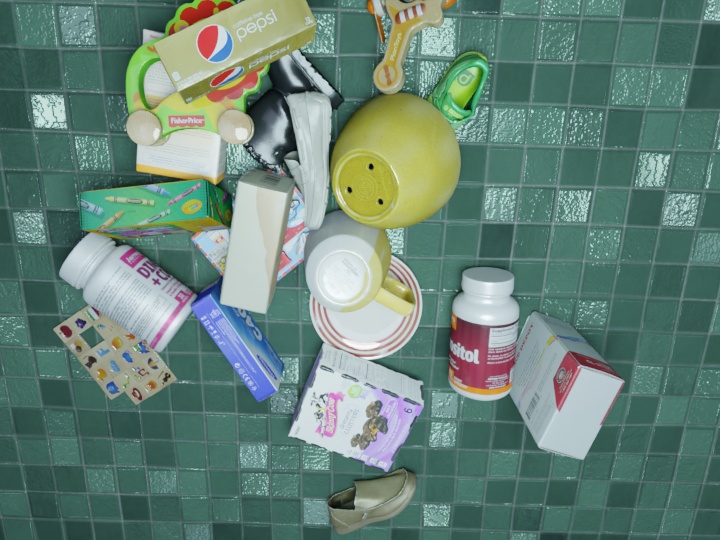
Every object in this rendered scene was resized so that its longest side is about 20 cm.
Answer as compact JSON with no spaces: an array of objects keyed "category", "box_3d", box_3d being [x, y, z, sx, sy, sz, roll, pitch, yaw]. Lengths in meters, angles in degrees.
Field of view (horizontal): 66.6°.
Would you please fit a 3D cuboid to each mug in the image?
[{"category":"mug","box_3d":[-0.005,-0.008,0.844,0.182,0.153,0.153,-1,104,1]}]

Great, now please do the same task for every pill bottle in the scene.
[{"category":"pill bottle","box_3d":[0.207,0.103,0.923,0.110,0.113,0.204,0,107,0]},{"category":"pill bottle","box_3d":[-0.378,0.032,0.902,0.199,0.114,0.114,38,104,-11]}]

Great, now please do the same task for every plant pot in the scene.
[{"category":"plant pot","box_3d":[0.033,-0.142,0.794,0.196,0.142,0.204,10,118,21]}]

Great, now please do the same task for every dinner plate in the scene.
[{"category":"dinner plate","box_3d":[0.009,0.059,0.956,0.195,0.024,0.205,0,109,0]}]

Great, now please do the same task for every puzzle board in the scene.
[{"category":"puzzle board","box_3d":[-0.167,-0.056,0.924,0.199,0.017,0.151,-37,104,11]}]

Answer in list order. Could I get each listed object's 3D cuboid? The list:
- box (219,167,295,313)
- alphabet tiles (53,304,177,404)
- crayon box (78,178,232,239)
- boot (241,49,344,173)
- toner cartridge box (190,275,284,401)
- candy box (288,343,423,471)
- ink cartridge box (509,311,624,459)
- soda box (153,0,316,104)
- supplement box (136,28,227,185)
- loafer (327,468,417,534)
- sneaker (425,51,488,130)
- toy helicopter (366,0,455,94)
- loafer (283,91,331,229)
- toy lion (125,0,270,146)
[{"category":"box","box_3d":[-0.162,-0.046,0.863,0.076,0.095,0.204,13,113,-3]},{"category":"alphabet tiles","box_3d":[-0.430,0.144,0.995,0.165,0.008,0.202,-30,105,9]},{"category":"crayon box","box_3d":[-0.311,-0.091,0.851,0.195,0.119,0.060,-5,86,4]},{"category":"boot","box_3d":[-0.137,-0.263,0.830,0.162,0.074,0.198,-42,108,11]},{"category":"toner cartridge box","box_3d":[-0.205,0.115,0.938,0.043,0.095,0.202,-29,106,9]},{"category":"candy box","box_3d":[-0.009,0.247,0.980,0.196,0.072,0.170,21,116,-6]},{"category":"ink cartridge box","box_3d":[0.322,0.179,0.901,0.081,0.201,0.148,17,108,-8]},{"category":"soda box","box_3d":[-0.156,-0.293,0.705,0.197,0.068,0.065,-30,97,-7]},{"category":"supplement box","box_3d":[-0.263,-0.245,0.832,0.123,0.074,0.204,10,107,-6]},{"category":"loafer","box_3d":[0.018,0.437,1.049,0.198,0.076,0.068,-34,111,10]},{"category":"sneaker","box_3d":[0.123,-0.238,0.829,0.073,0.084,0.202,29,106,-9]},{"category":"toy helicopter","box_3d":[0.055,-0.358,0.790,0.130,0.079,0.204,18,93,20]},{"category":"loafer","box_3d":[-0.079,-0.160,0.814,0.068,0.070,0.204,1,111,-5]},{"category":"toy lion","box_3d":[-0.224,-0.274,0.759,0.195,0.069,0.196,-2,102,-5]}]
